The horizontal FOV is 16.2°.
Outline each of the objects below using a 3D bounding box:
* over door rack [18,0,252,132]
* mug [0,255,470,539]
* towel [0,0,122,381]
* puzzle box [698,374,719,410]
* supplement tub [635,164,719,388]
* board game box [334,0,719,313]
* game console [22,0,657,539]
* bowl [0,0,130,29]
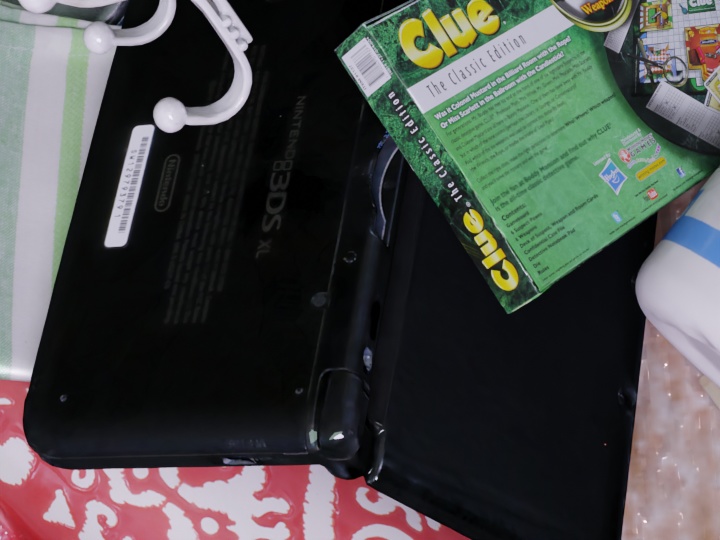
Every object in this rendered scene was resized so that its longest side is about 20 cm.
[{"bbox_3d":[-0.114,-0.150,0.814,0.066,0.148,0.201,-30,128,-11],"label":"over door rack"},{"bbox_3d":[-0.062,0.097,0.890,0.200,0.177,0.134,39,123,8],"label":"mug"},{"bbox_3d":[-0.052,-0.026,0.895,0.198,0.023,0.154,5,59,-11],"label":"towel"},{"bbox_3d":[0.236,0.029,0.899,0.200,0.025,0.133,-40,62,5],"label":"puzzle box"},{"bbox_3d":[0.199,-0.030,0.848,0.132,0.132,0.200,38,87,4],"label":"supplement tub"},{"bbox_3d":[0.087,-0.072,0.874,0.023,0.199,0.105,-33,89,49],"label":"board game box"},{"bbox_3d":[0.000,0.000,0.869,0.174,0.117,0.201,-3,55,21],"label":"game console"},{"bbox_3d":[-0.154,-0.148,0.956,0.199,0.039,0.203,0,91,5],"label":"bowl"}]
